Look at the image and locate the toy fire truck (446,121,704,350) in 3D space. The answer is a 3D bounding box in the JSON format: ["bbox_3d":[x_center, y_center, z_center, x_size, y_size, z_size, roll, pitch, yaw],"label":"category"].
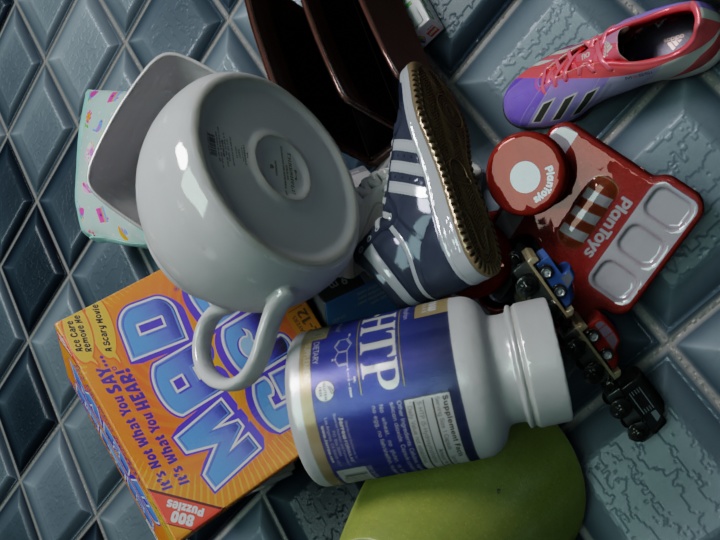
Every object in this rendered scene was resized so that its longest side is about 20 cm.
[{"bbox_3d":[0.170,-0.018,0.626,0.167,0.112,0.202,36,111,16],"label":"toy fire truck"}]

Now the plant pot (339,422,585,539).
[{"bbox_3d":[0.068,0.215,0.602,0.184,0.199,0.192,10,109,31],"label":"plant pot"}]

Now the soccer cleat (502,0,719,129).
[{"bbox_3d":[0.203,-0.177,0.620,0.197,0.073,0.070,-13,80,36],"label":"soccer cleat"}]

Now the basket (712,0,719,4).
[{"bbox_3d":[0.273,-0.280,0.538,0.198,0.135,0.183,30,93,38],"label":"basket"}]

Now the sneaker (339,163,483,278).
[{"bbox_3d":[0.045,-0.058,0.679,0.080,0.200,0.076,31,145,20],"label":"sneaker"}]

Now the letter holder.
[{"bbox_3d":[-0.023,-0.225,0.691,0.100,0.141,0.203,-35,59,30],"label":"letter holder"}]

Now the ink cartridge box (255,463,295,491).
[{"bbox_3d":[-0.170,0.167,0.867,0.146,0.082,0.204,-37,66,46],"label":"ink cartridge box"}]

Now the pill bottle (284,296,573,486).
[{"bbox_3d":[0.052,0.086,0.549,0.196,0.120,0.122,-14,79,11],"label":"pill bottle"}]

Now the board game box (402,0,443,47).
[{"bbox_3d":[-0.001,-0.306,0.806,0.126,0.034,0.203,-37,67,30],"label":"board game box"}]

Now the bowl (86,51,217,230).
[{"bbox_3d":[-0.200,-0.131,0.865,0.198,0.075,0.202,32,85,-9],"label":"bowl"}]

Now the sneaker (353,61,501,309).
[{"bbox_3d":[0.041,-0.067,0.601,0.108,0.069,0.204,-32,59,38],"label":"sneaker"}]

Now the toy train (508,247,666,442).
[{"bbox_3d":[0.187,0.058,0.588,0.046,0.034,0.201,-37,103,13],"label":"toy train"}]

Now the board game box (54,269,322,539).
[{"bbox_3d":[-0.146,0.117,0.695,0.202,0.198,0.200,56,153,8],"label":"board game box"}]

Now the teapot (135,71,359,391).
[{"bbox_3d":[-0.104,-0.042,0.582,0.145,0.201,0.198,-32,105,36],"label":"teapot"}]

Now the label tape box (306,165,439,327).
[{"bbox_3d":[0.000,0.000,0.719,0.201,0.142,0.064,51,147,26],"label":"label tape box"}]

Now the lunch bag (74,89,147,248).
[{"bbox_3d":[-0.301,-0.131,0.977,0.168,0.121,0.205,9,88,36],"label":"lunch bag"}]
